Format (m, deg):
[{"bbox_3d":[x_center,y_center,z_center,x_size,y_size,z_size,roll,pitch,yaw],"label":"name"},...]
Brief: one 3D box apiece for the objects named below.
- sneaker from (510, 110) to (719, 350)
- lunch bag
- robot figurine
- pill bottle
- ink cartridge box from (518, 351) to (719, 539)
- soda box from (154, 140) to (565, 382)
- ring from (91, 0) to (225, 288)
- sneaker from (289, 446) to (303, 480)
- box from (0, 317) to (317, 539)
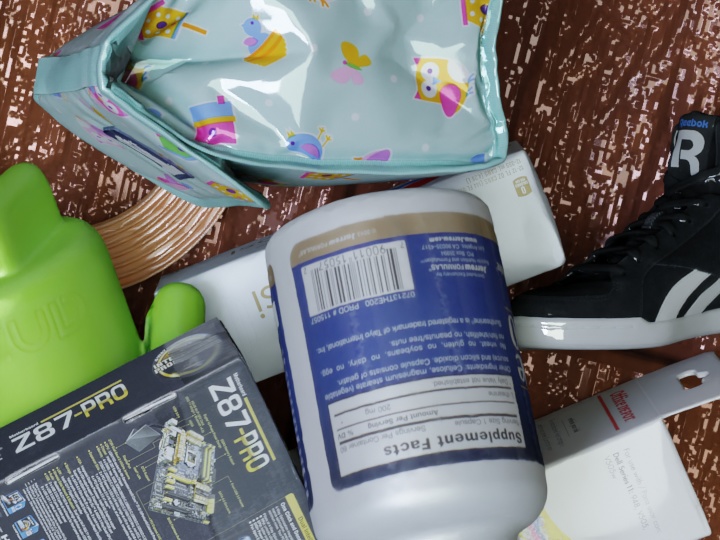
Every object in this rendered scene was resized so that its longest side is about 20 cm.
[{"bbox_3d":[0.148,-0.022,1.364,0.200,0.073,0.112,-7,93,-35],"label":"sneaker"},{"bbox_3d":[-0.047,-0.091,1.307,0.200,0.170,0.122,-5,94,-16],"label":"lunch bag"},{"bbox_3d":[-0.161,0.053,1.333,0.175,0.116,0.200,-12,109,20],"label":"robot figurine"},{"bbox_3d":[0.025,0.071,1.276,0.111,0.111,0.200,-11,74,1],"label":"pill bottle"},{"bbox_3d":[0.103,0.114,1.379,0.200,0.117,0.067,-23,97,3],"label":"ink cartridge box"},{"bbox_3d":[0.000,0.000,1.389,0.200,0.068,0.064,-22,96,2],"label":"soda box"},{"bbox_3d":[-0.153,-0.086,1.403,0.200,0.019,0.201,0,98,0],"label":"ring"},{"bbox_3d":[-0.061,0.184,1.412,0.080,0.076,0.200,13,95,7],"label":"sneaker"},{"bbox_3d":[-0.095,0.142,1.297,0.161,0.049,0.200,-27,121,-4],"label":"box"}]
